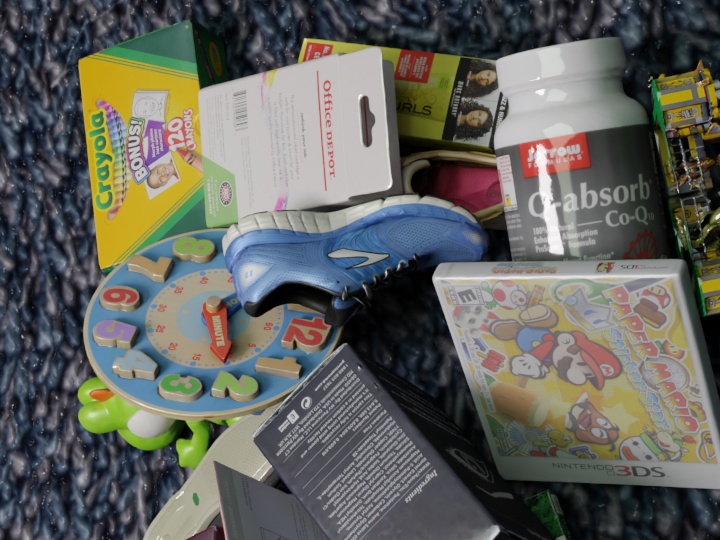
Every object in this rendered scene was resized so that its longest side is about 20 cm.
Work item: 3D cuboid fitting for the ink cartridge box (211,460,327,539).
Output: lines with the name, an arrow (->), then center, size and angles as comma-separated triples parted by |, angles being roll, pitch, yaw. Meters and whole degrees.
ink cartridge box -> -0.044, 0.252, 1.323 | 0.045, 0.176, 0.200 | -37, 46, 26

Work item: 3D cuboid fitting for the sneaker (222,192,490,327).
sneaker -> 0.000, 0.000, 1.382 | 0.200, 0.079, 0.089 | -9, 66, -1

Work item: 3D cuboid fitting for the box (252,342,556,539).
box -> 0.040, 0.170, 1.338 | 0.104, 0.148, 0.200 | -45, 54, 7

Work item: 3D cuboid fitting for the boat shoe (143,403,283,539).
boat shoe -> -0.094, 0.178, 1.454 | 0.200, 0.068, 0.072 | -50, 37, 24

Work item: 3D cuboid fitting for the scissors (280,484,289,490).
scissors -> 0.001, 0.198, 1.453 | 0.200, 0.014, 0.073 | -6, 73, 25

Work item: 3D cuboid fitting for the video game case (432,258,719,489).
video game case -> 0.161, 0.076, 1.311 | 0.182, 0.200, 0.023 | -1, 38, 27

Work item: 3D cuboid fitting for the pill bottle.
pill bottle -> 0.160, -0.063, 1.346 | 0.116, 0.116, 0.200 | -9, 91, 25

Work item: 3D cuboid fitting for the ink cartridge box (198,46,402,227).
ink cartridge box -> -0.034, -0.102, 1.441 | 0.200, 0.067, 0.117 | -8, 84, 42

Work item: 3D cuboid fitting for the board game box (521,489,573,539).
board game box -> 0.076, 0.252, 1.396 | 0.200, 0.023, 0.105 | -27, 65, 19

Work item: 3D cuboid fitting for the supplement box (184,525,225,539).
supplement box -> -0.092, 0.307, 1.379 | 0.086, 0.110, 0.200 | -33, 48, 40

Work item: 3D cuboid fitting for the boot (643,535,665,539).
boot -> 0.152, 0.237, 1.267 | 0.154, 0.204, 0.073 | -47, 41, 5

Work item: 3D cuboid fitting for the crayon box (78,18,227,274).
crayon box -> -0.170, -0.102, 1.582 | 0.119, 0.058, 0.200 | -16, 72, 23

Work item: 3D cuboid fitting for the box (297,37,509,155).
box -> 0.042, -0.140, 1.487 | 0.200, 0.050, 0.075 | 12, 85, 29

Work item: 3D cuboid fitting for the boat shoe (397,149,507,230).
boat shoe -> 0.052, -0.065, 1.454 | 0.200, 0.069, 0.074 | -4, 76, 26

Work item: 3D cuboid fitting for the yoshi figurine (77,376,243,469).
yoshi figurine -> -0.128, 0.104, 1.507 | 0.200, 0.112, 0.112 | -6, 33, 12

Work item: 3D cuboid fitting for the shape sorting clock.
shape sorting clock -> -0.112, 0.036, 1.405 | 0.200, 0.039, 0.200 | 1, 45, -1

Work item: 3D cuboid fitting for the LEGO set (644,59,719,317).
LEGO set -> 0.277, -0.056, 1.289 | 0.116, 0.154, 0.200 | -12, 73, 5
